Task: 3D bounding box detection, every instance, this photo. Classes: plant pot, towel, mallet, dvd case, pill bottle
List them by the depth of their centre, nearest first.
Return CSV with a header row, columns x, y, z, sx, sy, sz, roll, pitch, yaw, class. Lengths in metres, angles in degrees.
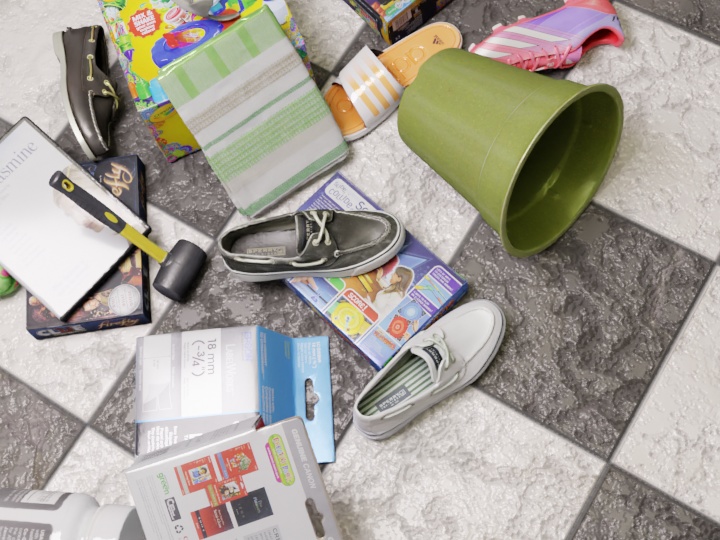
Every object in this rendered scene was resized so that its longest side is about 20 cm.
x,y,z,sx,sy,sz,roll,pitch,yaw,class
-0.323,0.276,1.056,0.199,0.113,0.113,3,69,8,pill bottle
0.147,-0.147,1.142,0.190,0.200,0.200,36,77,31,plant pot
-0.256,-0.033,1.142,0.041,0.200,0.066,3,67,50,mallet
-0.115,-0.173,1.172,0.149,0.200,0.031,-34,31,-5,towel
-0.353,-0.060,1.181,0.200,0.018,0.143,41,78,6,dvd case

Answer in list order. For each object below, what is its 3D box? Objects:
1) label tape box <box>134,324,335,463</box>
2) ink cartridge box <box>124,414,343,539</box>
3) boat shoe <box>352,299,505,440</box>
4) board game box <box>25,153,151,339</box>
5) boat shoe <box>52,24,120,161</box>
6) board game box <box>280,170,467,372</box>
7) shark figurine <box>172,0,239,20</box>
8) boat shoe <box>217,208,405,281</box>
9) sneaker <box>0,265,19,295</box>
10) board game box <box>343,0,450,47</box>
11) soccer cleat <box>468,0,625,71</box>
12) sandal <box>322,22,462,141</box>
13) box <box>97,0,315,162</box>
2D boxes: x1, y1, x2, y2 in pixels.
x,y,z,sx,sy,sz,roll,pitch,yaw,class
-0.133,0.135,1.115,0.199,0.063,0.145,-6,69,5,label tape box
-0.106,0.251,1.019,0.175,0.084,0.201,-18,92,-1,ink cartridge box
0.075,0.101,1.101,0.200,0.067,0.074,-44,71,-11,boat shoe
-0.313,-0.029,1.215,0.135,0.035,0.201,-9,68,3,board game box
-0.320,-0.218,1.263,0.060,0.072,0.202,-19,59,-2,boat shoe
0.000,0.000,1.166,0.135,0.034,0.200,-44,70,-11,board game box
-0.208,-0.363,1.177,0.128,0.090,0.215,-7,64,6,shark figurine
-0.051,-0.030,1.130,0.199,0.064,0.071,-11,67,2,boat shoe
-0.442,-0.066,1.223,0.084,0.077,0.201,-9,67,-1,sneaker
0.058,-0.396,1.304,0.200,0.057,0.165,-39,68,-8,board game box
0.209,-0.258,1.229,0.200,0.067,0.077,-26,73,-7,soccer cleat
0.030,-0.238,1.243,0.207,0.059,0.079,-39,69,-9,sandal
-0.180,-0.268,1.247,0.200,0.122,0.193,-23,67,-3,box
